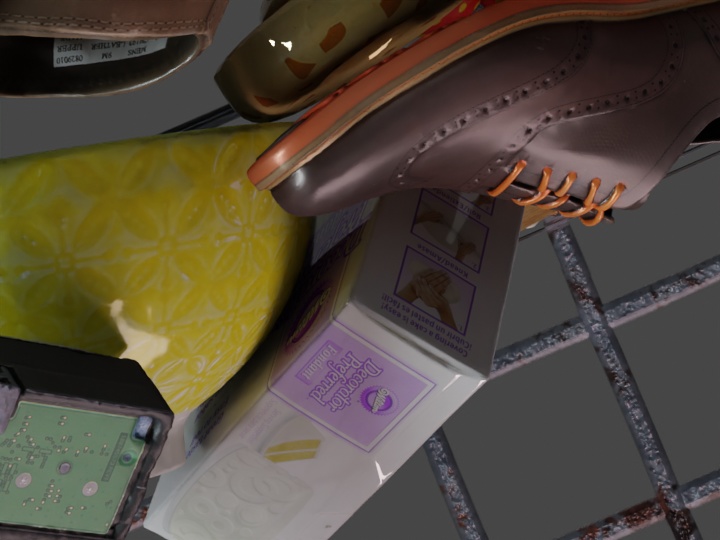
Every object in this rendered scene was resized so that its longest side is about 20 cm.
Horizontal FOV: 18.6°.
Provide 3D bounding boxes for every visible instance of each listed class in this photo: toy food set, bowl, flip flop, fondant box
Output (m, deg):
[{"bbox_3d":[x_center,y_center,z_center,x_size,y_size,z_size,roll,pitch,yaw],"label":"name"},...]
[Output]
[{"bbox_3d":[0.058,-0.111,0.715,0.197,0.049,0.200,-27,174,38],"label":"toy food set"},{"bbox_3d":[-0.105,0.018,0.739,0.199,0.108,0.200,-10,-179,0],"label":"bowl"},{"bbox_3d":[-0.066,-0.058,0.472,0.200,0.058,0.081,-41,178,-14],"label":"flip flop"},{"bbox_3d":[0.000,0.000,0.812,0.144,0.058,0.201,-48,-162,39],"label":"fondant box"}]

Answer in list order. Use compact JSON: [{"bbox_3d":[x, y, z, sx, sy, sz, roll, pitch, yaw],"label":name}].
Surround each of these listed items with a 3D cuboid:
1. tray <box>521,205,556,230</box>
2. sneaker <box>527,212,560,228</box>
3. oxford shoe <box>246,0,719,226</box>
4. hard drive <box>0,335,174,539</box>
[{"bbox_3d":[0.122,-0.095,0.912,0.200,0.037,0.099,-47,-171,-34],"label":"tray"},{"bbox_3d":[0.080,-0.061,1.257,0.199,0.080,0.078,-19,175,-26],"label":"sneaker"},{"bbox_3d":[0.059,-0.047,0.692,0.199,0.073,0.071,-21,176,-25],"label":"oxford shoe"},{"bbox_3d":[-0.153,0.108,0.650,0.139,0.038,0.201,10,113,-34],"label":"hard drive"}]
